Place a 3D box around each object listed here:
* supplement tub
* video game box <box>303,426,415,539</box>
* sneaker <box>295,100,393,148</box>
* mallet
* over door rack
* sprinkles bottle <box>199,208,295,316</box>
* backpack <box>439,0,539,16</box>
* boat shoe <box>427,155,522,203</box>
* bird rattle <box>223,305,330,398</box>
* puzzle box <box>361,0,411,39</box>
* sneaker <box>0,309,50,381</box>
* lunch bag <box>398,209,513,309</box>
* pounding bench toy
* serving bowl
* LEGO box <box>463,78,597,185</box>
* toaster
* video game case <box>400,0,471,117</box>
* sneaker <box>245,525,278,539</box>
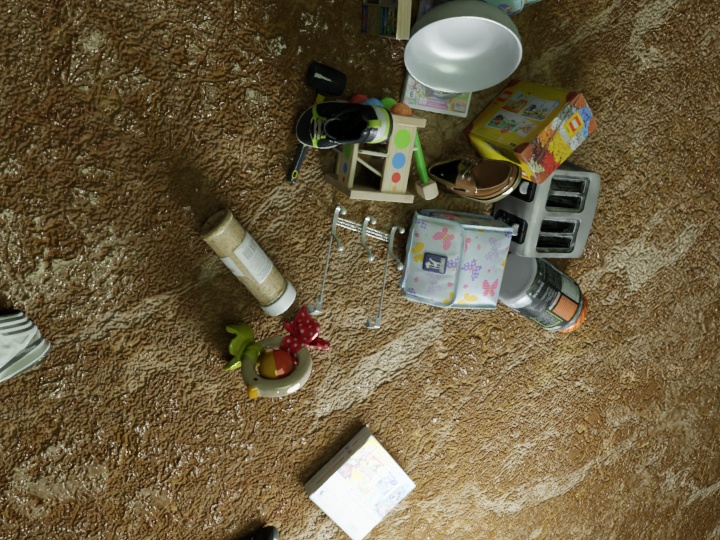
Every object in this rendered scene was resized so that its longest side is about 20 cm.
[{"bbox_3d":[0.386,0.049,1.464,0.197,0.122,0.124,29,96,-32],"label":"supplement tub"},{"bbox_3d":[0.001,0.462,1.487,0.181,0.047,0.201,-40,122,-4],"label":"video game box"},{"bbox_3d":[-0.039,-0.230,1.071,0.082,0.196,0.074,-12,102,-50],"label":"sneaker"},{"bbox_3d":[-0.092,-0.249,1.166,0.065,0.041,0.204,21,104,-30],"label":"mallet"},{"bbox_3d":[0.000,0.000,1.267,0.144,0.066,0.206,16,88,-29],"label":"over door rack"},{"bbox_3d":[-0.191,-0.012,1.191,0.068,0.068,0.201,-40,121,-6],"label":"sprinkles bottle"},{"bbox_3d":[0.218,-0.498,1.125,0.195,0.176,0.156,12,85,-32],"label":"backpack"},{"bbox_3d":[0.198,-0.167,1.242,0.067,0.198,0.074,27,75,-33],"label":"boat shoe"},{"bbox_3d":[-0.146,0.160,1.238,0.194,0.165,0.115,-2,130,-15],"label":"bird rattle"},{"bbox_3d":[0.042,-0.474,1.082,0.025,0.133,0.206,-7,112,-23],"label":"puzzle box"},{"bbox_3d":[-0.594,0.131,1.061,0.199,0.075,0.117,-36,113,-18],"label":"sneaker"},{"bbox_3d":[0.178,-0.021,1.336,0.194,0.127,0.175,5,106,-20],"label":"lunch bag"},{"bbox_3d":[0.056,-0.213,1.198,0.194,0.124,0.161,2,109,-26],"label":"pounding bench toy"},{"bbox_3d":[0.170,-0.381,1.149,0.196,0.199,0.068,16,67,-29],"label":"serving bowl"},{"bbox_3d":[0.302,-0.257,1.255,0.149,0.200,0.077,-44,121,-2],"label":"LEGO box"},{"bbox_3d":[0.372,-0.126,1.390,0.194,0.119,0.186,1,110,-26],"label":"toaster"},{"bbox_3d":[0.152,-0.388,1.237,0.139,0.018,0.206,3,108,-26],"label":"video game case"},{"bbox_3d":[-0.260,0.591,1.403,0.104,0.060,0.201,37,95,-37],"label":"sneaker"}]
